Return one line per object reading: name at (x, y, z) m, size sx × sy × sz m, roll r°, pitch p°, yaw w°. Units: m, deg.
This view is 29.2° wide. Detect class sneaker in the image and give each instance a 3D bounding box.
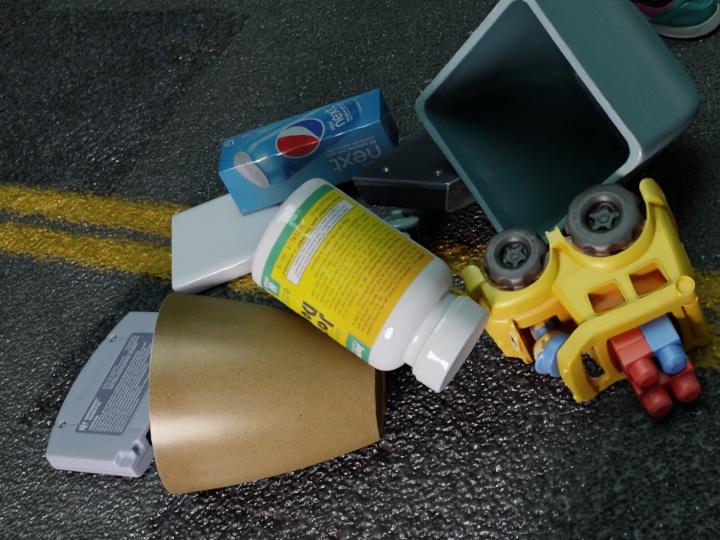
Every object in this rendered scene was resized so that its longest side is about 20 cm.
sneaker at (0.302, -0.327, 1.557) m, size 0.198 × 0.121 × 0.084 m, roll 10°, pitch 52°, yaw 38°

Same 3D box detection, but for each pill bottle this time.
pill bottle at (0.011, 0.017, 1.222) m, size 0.199 × 0.113 × 0.113 m, roll 34°, pitch 64°, yaw 11°

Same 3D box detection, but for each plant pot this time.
plant pot at (-0.079, 0.111, 1.289) m, size 0.197 × 0.188 × 0.188 m, roll -2°, pitch 44°, yaw 8°
plant pot at (0.214, -0.163, 1.345) m, size 0.199 × 0.197 × 0.196 m, roll -26°, pitch -14°, yaw -41°

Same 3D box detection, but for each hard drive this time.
hard drive at (0.097, -0.112, 1.459) m, size 0.134 × 0.043 × 0.199 m, roll 6°, pitch 26°, yaw 35°
hard drive at (-0.123, -0.050, 1.588) m, size 0.198 × 0.027 × 0.133 m, roll -20°, pitch 40°, yaw 9°

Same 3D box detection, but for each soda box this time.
soda box at (-0.058, -0.134, 1.565) m, size 0.198 × 0.068 × 0.065 m, roll -17°, pitch 40°, yaw 14°

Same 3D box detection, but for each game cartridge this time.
game cartridge at (-0.246, 0.128, 1.464) m, size 0.132 × 0.041 × 0.201 m, roll 3°, pitch 49°, yaw 28°

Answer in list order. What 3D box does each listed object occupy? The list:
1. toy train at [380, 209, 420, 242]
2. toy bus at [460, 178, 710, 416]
toy train at (0.000, 0.000, 1.381) m, size 0.112 × 0.086 × 0.200 m, roll -5°, pitch 19°, yaw 16°
toy bus at (0.211, 0.047, 1.222) m, size 0.198 × 0.136 × 0.194 m, roll -24°, pitch 56°, yaw 8°
